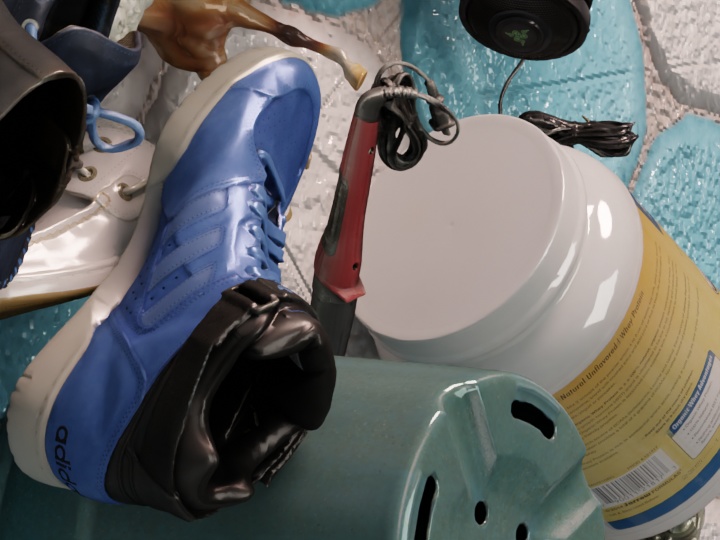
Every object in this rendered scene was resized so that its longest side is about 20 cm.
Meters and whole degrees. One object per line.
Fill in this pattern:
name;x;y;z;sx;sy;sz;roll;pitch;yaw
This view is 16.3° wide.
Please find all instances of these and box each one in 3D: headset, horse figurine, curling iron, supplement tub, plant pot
headset;0.104;-0.149;1.270;0.124;0.093;0.201;-67;164;-54
horse figurine;-0.042;-0.131;1.100;0.200;0.132;0.050;-56;174;-37
curling iron;0.000;0.000;1.123;0.049;0.026;0.201;6;118;-19
supplement tub;0.095;0.029;1.221;0.200;0.144;0.145;43;56;-43
plant pot;-0.018;0.116;1.028;0.200;0.195;0.201;5;83;-53

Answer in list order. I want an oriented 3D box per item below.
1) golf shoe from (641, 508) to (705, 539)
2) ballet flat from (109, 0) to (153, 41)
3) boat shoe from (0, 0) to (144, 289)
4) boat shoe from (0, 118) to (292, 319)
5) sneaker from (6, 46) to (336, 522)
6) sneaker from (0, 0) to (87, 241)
golf shoe;0.161;0.105;1.356;0.097;0.078;0.201;45;48;-56
ballet flat;-0.099;-0.151;1.019;0.072;0.071;0.201;29;57;-48
boat shoe;-0.112;-0.085;0.899;0.084;0.068;0.201;-32;136;-70
boat shoe;-0.107;-0.028;1.029;0.200;0.071;0.070;-24;100;-54
sneaker;-0.041;0.006;0.955;0.200;0.111;0.077;-58;141;-24
sneaker;-0.171;-0.011;0.845;0.075;0.106;0.201;2;122;-50
